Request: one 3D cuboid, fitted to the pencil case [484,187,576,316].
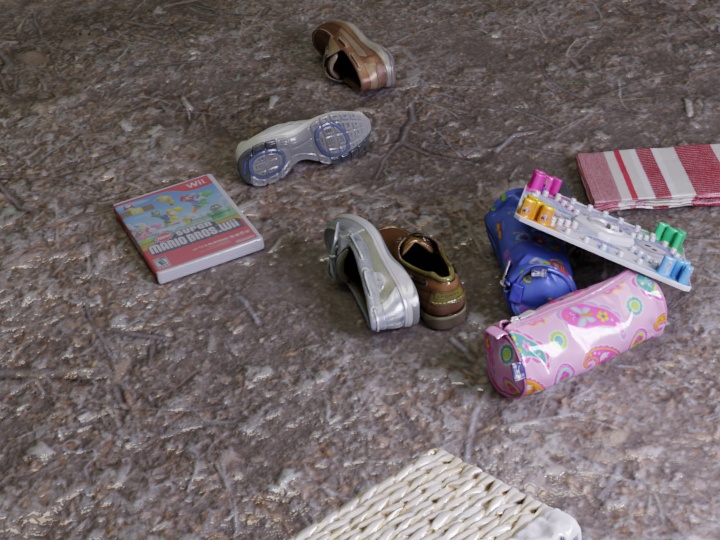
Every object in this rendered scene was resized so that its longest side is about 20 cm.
[{"bbox_3d":[0.189,-0.017,1.528,0.086,0.079,0.201,13,30,-11],"label":"pencil case"}]

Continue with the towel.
[{"bbox_3d":[0.379,-0.117,1.700,0.197,0.023,0.145,-4,31,2],"label":"towel"}]

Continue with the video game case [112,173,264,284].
[{"bbox_3d":[-0.223,-0.057,1.728,0.141,0.018,0.200,-20,35,-17],"label":"video game case"}]

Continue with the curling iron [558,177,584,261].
[{"bbox_3d":[0.249,-0.068,1.634,0.025,0.050,0.201,-4,28,3],"label":"curling iron"}]

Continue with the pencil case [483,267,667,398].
[{"bbox_3d":[0.220,0.063,1.397,0.198,0.088,0.087,-20,35,-21],"label":"pencil case"}]

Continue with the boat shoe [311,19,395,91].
[{"bbox_3d":[-0.025,-0.327,2.051,0.071,0.077,0.200,-25,35,-23],"label":"boat shoe"}]

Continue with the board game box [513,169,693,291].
[{"bbox_3d":[0.271,-0.050,1.490,0.198,0.026,0.200,23,17,5],"label":"board game box"}]

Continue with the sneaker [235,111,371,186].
[{"bbox_3d":[-0.082,-0.181,1.844,0.197,0.075,0.087,-15,29,-14],"label":"sneaker"}]

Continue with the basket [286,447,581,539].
[{"bbox_3d":[0.051,0.271,1.009,0.198,0.201,0.160,-27,36,-28],"label":"basket"}]

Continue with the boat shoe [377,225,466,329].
[{"bbox_3d":[0.068,-0.013,1.555,0.071,0.069,0.200,-20,35,-18],"label":"boat shoe"}]

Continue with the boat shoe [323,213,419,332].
[{"bbox_3d":[0.000,0.002,1.546,0.064,0.075,0.202,-15,40,-20],"label":"boat shoe"}]
